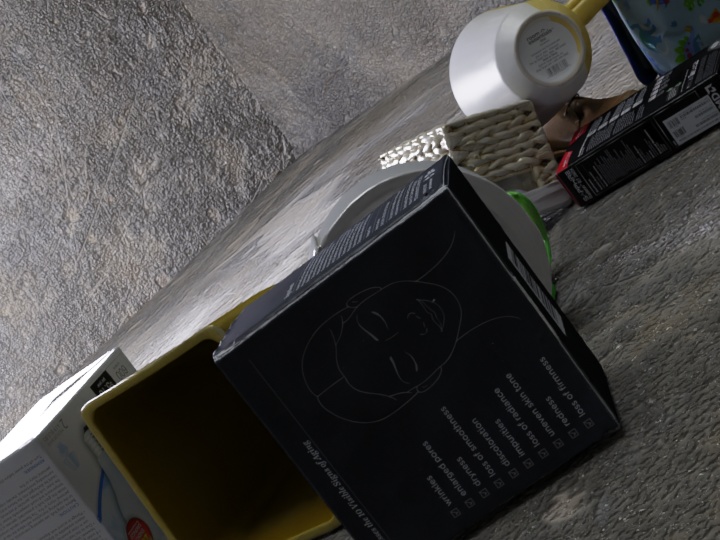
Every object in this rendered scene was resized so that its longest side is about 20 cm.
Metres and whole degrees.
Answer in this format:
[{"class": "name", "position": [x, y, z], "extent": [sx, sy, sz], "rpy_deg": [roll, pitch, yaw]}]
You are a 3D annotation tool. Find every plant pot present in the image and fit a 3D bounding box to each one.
[{"class": "plant pot", "position": [-0.087, 0.123, 1.129], "extent": [0.194, 0.196, 0.200], "rpy_deg": [-31, 7, 35]}]

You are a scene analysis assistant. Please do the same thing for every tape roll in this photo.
[{"class": "tape roll", "position": [0.054, 0.013, 1.034], "extent": [0.202, 0.203, 0.071], "rpy_deg": [-38, 11, 3]}]

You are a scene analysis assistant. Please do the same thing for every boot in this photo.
[{"class": "boot", "position": [0.258, -0.184, 1.513], "extent": [0.074, 0.076, 0.199], "rpy_deg": [-42, 12, -35]}]

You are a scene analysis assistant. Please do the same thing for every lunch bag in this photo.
[{"class": "lunch bag", "position": [0.351, -0.319, 1.481], "extent": [0.126, 0.171, 0.200], "rpy_deg": [-31, 10, 3]}]

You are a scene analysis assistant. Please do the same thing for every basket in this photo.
[{"class": "basket", "position": [0.121, -0.103, 1.405], "extent": [0.134, 0.125, 0.199], "rpy_deg": [-18, 2, -23]}]

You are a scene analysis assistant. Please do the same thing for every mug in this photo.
[{"class": "mug", "position": [0.194, -0.254, 1.418], "extent": [0.153, 0.147, 0.190], "rpy_deg": [176, 109, -80]}]

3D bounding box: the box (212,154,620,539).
[{"class": "box", "position": [0.040, 0.065, 0.867], "extent": [0.196, 0.201, 0.124], "rpy_deg": [-36, 9, 12]}]

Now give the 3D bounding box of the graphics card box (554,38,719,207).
[{"class": "graphics card box", "position": [0.302, -0.154, 1.298], "extent": [0.199, 0.051, 0.126], "rpy_deg": [-34, 11, 32]}]

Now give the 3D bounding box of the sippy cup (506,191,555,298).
[{"class": "sippy cup", "position": [0.087, 0.003, 1.138], "extent": [0.139, 0.131, 0.178], "rpy_deg": [-29, 16, 32]}]

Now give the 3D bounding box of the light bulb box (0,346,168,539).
[{"class": "light bulb box", "position": [-0.257, 0.222, 1.239], "extent": [0.124, 0.201, 0.199], "rpy_deg": [-32, 12, 23]}]
